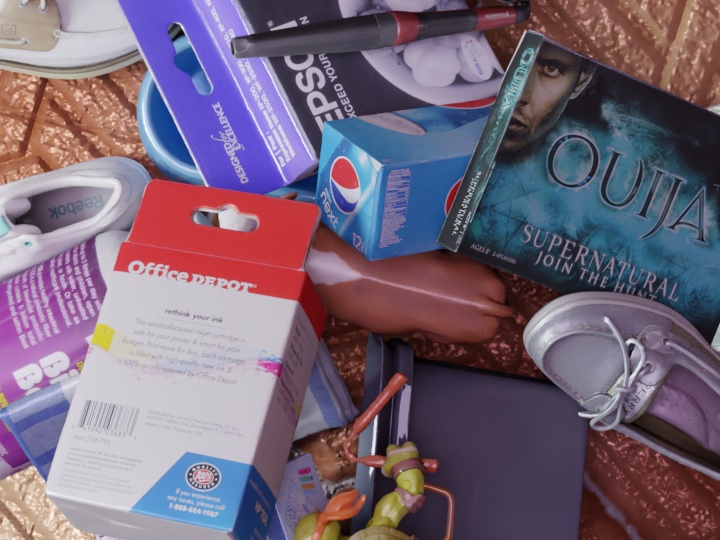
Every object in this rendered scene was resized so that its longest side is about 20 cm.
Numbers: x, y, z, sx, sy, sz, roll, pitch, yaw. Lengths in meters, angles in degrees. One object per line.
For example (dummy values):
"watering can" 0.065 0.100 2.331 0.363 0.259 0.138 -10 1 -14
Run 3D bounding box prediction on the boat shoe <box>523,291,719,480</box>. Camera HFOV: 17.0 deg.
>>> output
"boat shoe" 0.187 0.077 1.436 0.202 0.065 0.074 31 117 -23

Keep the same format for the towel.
"towel" -0.108 0.088 1.485 0.200 0.147 0.024 -22 54 -1

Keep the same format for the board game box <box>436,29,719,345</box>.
"board game box" 0.153 -0.046 1.429 0.200 0.028 0.136 19 94 -31

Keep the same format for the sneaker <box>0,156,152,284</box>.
"sneaker" -0.231 -0.023 1.526 0.200 0.088 0.075 -25 89 5

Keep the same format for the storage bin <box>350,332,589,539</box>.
"storage bin" 0.066 0.144 1.480 0.134 0.146 0.200 4 91 -5

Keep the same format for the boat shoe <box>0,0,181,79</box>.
"boat shoe" -0.212 -0.168 1.524 0.200 0.068 0.075 -5 60 5

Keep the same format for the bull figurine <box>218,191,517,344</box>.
"bull figurine" 0.000 0.000 1.487 0.200 0.121 0.065 20 91 5

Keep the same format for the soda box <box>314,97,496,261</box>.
"soda box" 0.075 -0.061 1.446 0.200 0.068 0.064 -9 121 -31

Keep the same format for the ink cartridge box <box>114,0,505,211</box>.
"ink cartridge box" -0.038 -0.158 1.472 0.200 0.043 0.198 -23 77 -23

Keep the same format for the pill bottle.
"pill bottle" -0.170 0.043 1.508 0.200 0.112 0.112 -27 88 6

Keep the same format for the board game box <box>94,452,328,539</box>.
"board game box" -0.065 0.228 1.470 0.043 0.200 0.199 -18 86 -39

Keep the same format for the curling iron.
"curling iron" 0.015 -0.151 1.451 0.200 0.026 0.050 -16 54 -19

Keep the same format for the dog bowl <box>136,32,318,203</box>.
"dog bowl" -0.048 -0.094 1.528 0.200 0.050 0.112 13 91 5

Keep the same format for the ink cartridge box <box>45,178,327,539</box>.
"ink cartridge box" -0.092 0.056 1.378 0.116 0.067 0.200 10 68 16

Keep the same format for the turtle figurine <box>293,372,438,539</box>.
"turtle figurine" 0.026 0.171 1.369 0.161 0.064 0.200 32 73 -11

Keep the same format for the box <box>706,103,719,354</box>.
"box" 0.264 -0.013 1.504 0.144 0.036 0.200 -18 87 6
